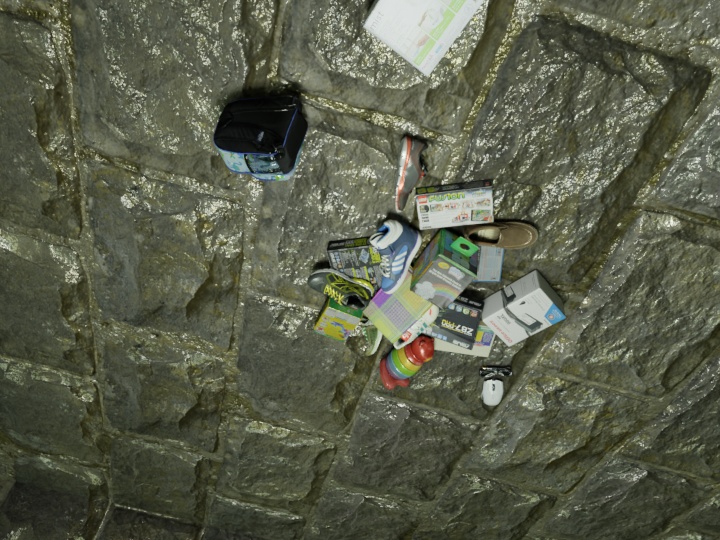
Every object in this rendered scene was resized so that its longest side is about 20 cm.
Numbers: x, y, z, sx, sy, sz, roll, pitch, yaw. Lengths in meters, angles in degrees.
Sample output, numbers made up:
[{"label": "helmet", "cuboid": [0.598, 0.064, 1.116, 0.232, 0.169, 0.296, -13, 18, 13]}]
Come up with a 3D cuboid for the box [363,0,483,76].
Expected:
[{"label": "box", "cuboid": [0.129, -0.538, 1.102, 0.174, 0.098, 0.201, 30, 127, -16]}]

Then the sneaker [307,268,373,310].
[{"label": "sneaker", "cuboid": [-0.059, 0.055, 1.561, 0.195, 0.086, 0.076, 11, 130, -1]}]

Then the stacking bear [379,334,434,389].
[{"label": "stacking bear", "cuboid": [0.160, 0.281, 1.755, 0.120, 0.115, 0.200, 2, 144, -45]}]

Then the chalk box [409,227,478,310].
[{"label": "chalk box", "cuboid": [0.237, -0.018, 1.470, 0.123, 0.125, 0.201, 29, 129, -10]}]

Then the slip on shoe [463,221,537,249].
[{"label": "slip on shoe", "cuboid": [0.372, -0.093, 1.447, 0.195, 0.061, 0.078, 9, 112, 4]}]

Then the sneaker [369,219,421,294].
[{"label": "sneaker", "cuboid": [0.067, -0.043, 1.487, 0.144, 0.081, 0.203, 18, 110, -32]}]

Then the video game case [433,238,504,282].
[{"label": "video game case", "cuboid": [0.303, -0.029, 1.547, 0.194, 0.018, 0.146, 1, 130, 6]}]

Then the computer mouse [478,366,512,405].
[{"label": "computer mouse", "cuboid": [0.455, 0.404, 1.862, 0.107, 0.044, 0.203, -2, 129, 7]}]

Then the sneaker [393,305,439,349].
[{"label": "sneaker", "cuboid": [0.160, 0.164, 1.608, 0.070, 0.094, 0.201, 39, 133, 1]}]

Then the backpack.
[{"label": "backpack", "cuboid": [-0.235, -0.306, 1.288, 0.195, 0.187, 0.148, 6, 152, 15]}]

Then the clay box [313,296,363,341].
[{"label": "clay box", "cuboid": [-0.073, 0.154, 1.702, 0.113, 0.048, 0.201, 21, 148, -9]}]

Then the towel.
[{"label": "towel", "cuboid": [0.114, 0.096, 1.572, 0.144, 0.023, 0.201, 45, 108, 10]}]

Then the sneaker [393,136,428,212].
[{"label": "sneaker", "cuboid": [0.129, -0.232, 1.369, 0.080, 0.078, 0.203, 4, 130, -4]}]

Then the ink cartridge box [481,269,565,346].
[{"label": "ink cartridge box", "cuboid": [0.472, 0.115, 1.597, 0.199, 0.085, 0.144, -35, 117, 31]}]

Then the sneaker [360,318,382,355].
[{"label": "sneaker", "cuboid": [0.035, 0.182, 1.730, 0.087, 0.077, 0.203, 23, 124, 5]}]

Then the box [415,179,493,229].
[{"label": "box", "cuboid": [0.246, -0.170, 1.427, 0.195, 0.035, 0.112, -5, 128, 11]}]

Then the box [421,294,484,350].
[{"label": "box", "cuboid": [0.258, 0.135, 1.627, 0.196, 0.049, 0.164, 19, 131, 17]}]

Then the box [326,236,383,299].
[{"label": "box", "cuboid": [0.000, 0.000, 1.593, 0.156, 0.045, 0.203, -7, 128, 12]}]

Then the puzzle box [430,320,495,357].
[{"label": "puzzle box", "cuboid": [0.324, 0.208, 1.731, 0.195, 0.026, 0.135, 8, 128, 1]}]
